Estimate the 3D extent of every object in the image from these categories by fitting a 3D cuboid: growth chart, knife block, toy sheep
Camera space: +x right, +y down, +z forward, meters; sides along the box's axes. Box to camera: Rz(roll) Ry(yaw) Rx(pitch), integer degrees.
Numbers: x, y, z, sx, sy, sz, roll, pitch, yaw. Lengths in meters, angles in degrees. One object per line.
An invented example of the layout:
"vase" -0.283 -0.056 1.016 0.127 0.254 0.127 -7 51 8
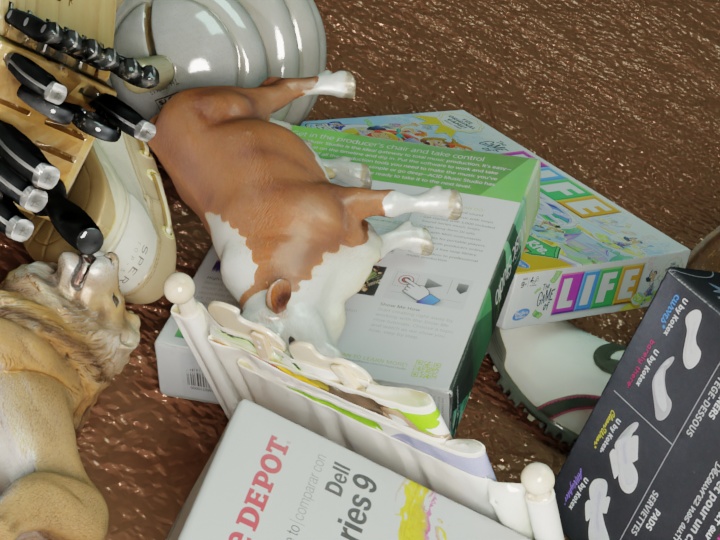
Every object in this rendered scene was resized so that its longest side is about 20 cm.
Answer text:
"growth chart" 0.006 0.076 0.835 0.199 0.145 0.018 26 62 23
"knife block" -0.169 -0.061 0.911 0.064 0.200 0.176 24 53 -32
"toy sheep" -0.084 -0.122 1.077 0.138 0.138 0.200 36 25 12

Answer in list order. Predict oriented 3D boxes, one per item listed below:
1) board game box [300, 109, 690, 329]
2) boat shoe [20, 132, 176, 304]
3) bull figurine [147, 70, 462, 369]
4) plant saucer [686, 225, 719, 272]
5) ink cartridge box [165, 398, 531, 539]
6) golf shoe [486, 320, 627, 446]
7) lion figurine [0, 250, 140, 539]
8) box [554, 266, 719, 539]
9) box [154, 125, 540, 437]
"board game box" 0.068 -0.034 1.109 0.134 0.034 0.200 -7 31 -39
"boat shoe" -0.137 -0.046 0.987 0.069 0.074 0.200 39 16 -33
"bull figurine" -0.030 -0.028 0.927 0.121 0.065 0.200 -10 43 -24
"plant saucer" 0.263 0.050 1.098 0.200 0.200 0.037 49 -5 31
"ink cartridge box" 0.008 0.160 0.755 0.199 0.088 0.146 26 35 -2
"golf shoe" 0.156 0.066 1.038 0.200 0.088 0.077 35 32 15
"lion figurine" -0.139 0.070 0.809 0.122 0.072 0.201 25 40 -37
"box" 0.203 0.089 0.866 0.199 0.133 0.115 7 27 -42
"box" 0.000 0.000 0.971 0.144 0.036 0.200 9 39 14
